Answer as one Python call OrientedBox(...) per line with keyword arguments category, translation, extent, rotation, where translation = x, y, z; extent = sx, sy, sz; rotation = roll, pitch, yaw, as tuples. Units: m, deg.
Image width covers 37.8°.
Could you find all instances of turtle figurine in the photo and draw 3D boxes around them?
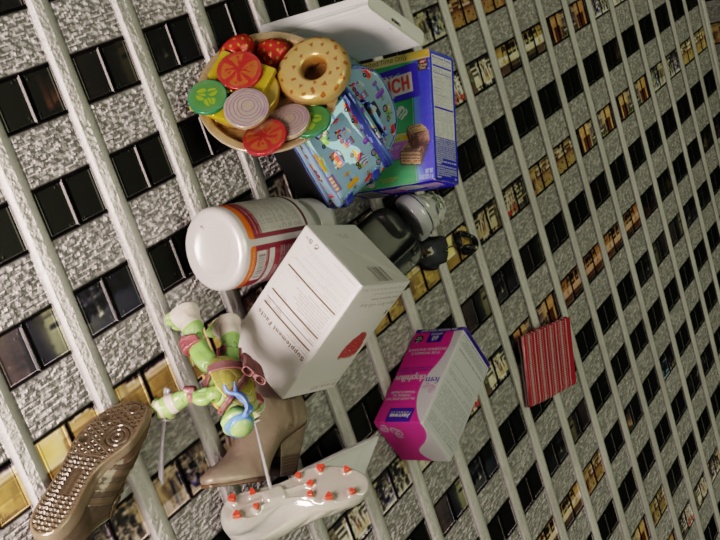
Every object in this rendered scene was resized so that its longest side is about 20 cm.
OrientedBox(category="turtle figurine", translation=(-0.191, 0.152, 1.300), extent=(0.201, 0.143, 0.195), rotation=(98, -20, -48))

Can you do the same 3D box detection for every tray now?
OrientedBox(category="tray", translation=(-0.049, 0.299, 1.501), extent=(0.199, 0.022, 0.108), rotation=(-12, 126, -57))

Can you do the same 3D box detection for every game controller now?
OrientedBox(category="game controller", translation=(0.000, 0.000, 1.555), extent=(0.200, 0.042, 0.104), rotation=(-42, 93, -13))

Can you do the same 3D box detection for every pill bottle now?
OrientedBox(category="pill bottle", translation=(-0.128, -0.042, 1.410), extent=(0.199, 0.109, 0.111), rotation=(-14, 96, -52))

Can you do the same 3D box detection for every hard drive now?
OrientedBox(category="hard drive", translation=(-0.028, -0.337, 1.506), extent=(0.131, 0.199, 0.027), rotation=(22, 69, -48))

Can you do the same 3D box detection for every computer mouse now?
OrientedBox(category="computer mouse", translation=(0.159, -0.038, 1.842), extent=(0.199, 0.034, 0.059), rotation=(-15, 97, -52))

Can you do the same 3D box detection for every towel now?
OrientedBox(category="towel", translation=(0.373, 0.180, 2.099), extent=(0.199, 0.022, 0.146), rotation=(-14, 99, -50))

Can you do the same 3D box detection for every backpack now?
OrientedBox(category="backpack", translation=(-0.026, -0.206, 1.504), extent=(0.200, 0.134, 0.183), rotation=(-41, 118, -23))

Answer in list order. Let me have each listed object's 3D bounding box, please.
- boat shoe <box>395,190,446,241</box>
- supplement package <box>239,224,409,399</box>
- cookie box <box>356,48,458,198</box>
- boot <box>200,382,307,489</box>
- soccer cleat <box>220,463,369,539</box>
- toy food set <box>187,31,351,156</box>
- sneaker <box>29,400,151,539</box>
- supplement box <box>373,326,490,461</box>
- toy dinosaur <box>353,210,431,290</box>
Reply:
OrientedBox(category="boat shoe", translation=(0.101, -0.099, 1.678), extent=(0.074, 0.067, 0.200), rotation=(49, -1, 4))
OrientedBox(category="supplement package", translation=(-0.054, 0.053, 1.398), extent=(0.120, 0.201, 0.121), rotation=(46, 26, 23))
OrientedBox(category="cookie box", translation=(0.058, -0.224, 1.628), extent=(0.075, 0.170, 0.202), rotation=(5, 80, -55))
OrientedBox(category="boot", translation=(-0.143, 0.205, 1.396), extent=(0.199, 0.070, 0.148), rotation=(3, 81, -57))
OrientedBox(category="soccer cleat", translation=(-0.085, 0.308, 1.382), extent=(0.070, 0.198, 0.078), rotation=(-109, -171, -46))
OrientedBox(category="toy food set", translation=(-0.122, -0.238, 1.391), extent=(0.049, 0.199, 0.199), rotation=(83, 29, -65))
OrientedBox(category="sneaker", translation=(-0.301, 0.239, 1.201), extent=(0.200, 0.070, 0.076), rotation=(-56, 147, -38))
OrientedBox(category="supplement box", translation=(0.118, 0.199, 1.703), extent=(0.104, 0.101, 0.201), rotation=(54, 46, -32))
OrientedBox(category="toy dinosaur", translation=(0.035, -0.049, 1.649), extent=(0.136, 0.085, 0.200), rotation=(60, 38, -18))
